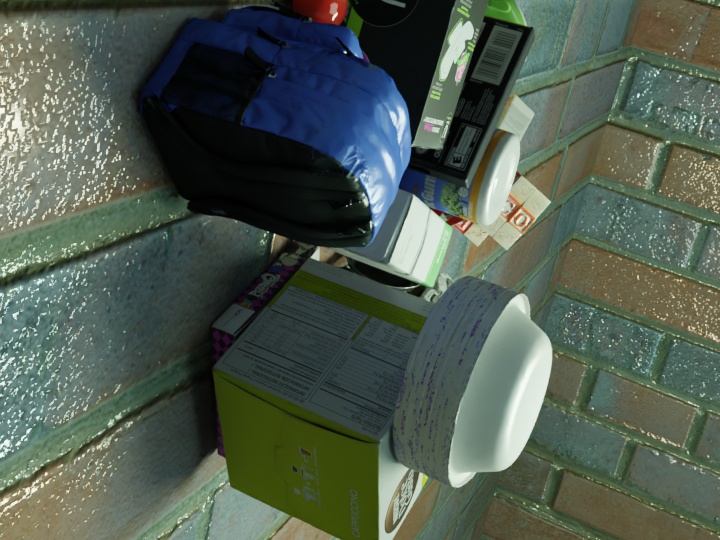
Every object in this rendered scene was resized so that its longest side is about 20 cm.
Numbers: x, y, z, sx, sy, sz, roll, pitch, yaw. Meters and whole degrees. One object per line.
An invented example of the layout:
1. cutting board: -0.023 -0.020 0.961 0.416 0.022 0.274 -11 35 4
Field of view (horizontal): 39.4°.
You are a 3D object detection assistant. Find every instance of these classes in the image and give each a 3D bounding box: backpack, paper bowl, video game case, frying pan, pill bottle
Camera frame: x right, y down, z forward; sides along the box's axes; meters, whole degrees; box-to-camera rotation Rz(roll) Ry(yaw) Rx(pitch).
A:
1. backpack: -0.054 -0.123 0.832 0.169 0.198 0.163 -62 159 -19
2. paper bowl: 0.120 0.115 0.988 0.201 0.103 0.203 -48 147 -45
3. video game case: -0.106 0.092 1.156 0.181 0.035 0.202 -50 152 -45
4. video game case: 0.078 -0.210 1.138 0.202 0.179 0.026 -65 160 -14
5. frying pan: 0.015 0.008 1.291 0.190 0.114 0.031 -40 154 -55
6. pill bottle: 0.078 -0.135 1.184 0.112 0.198 0.113 -54 155 -39

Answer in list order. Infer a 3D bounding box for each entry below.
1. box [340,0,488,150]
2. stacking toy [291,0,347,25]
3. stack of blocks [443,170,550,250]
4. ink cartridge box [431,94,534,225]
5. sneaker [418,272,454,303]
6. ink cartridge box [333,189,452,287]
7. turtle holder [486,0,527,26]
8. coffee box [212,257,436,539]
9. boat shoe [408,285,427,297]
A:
1. box: 0.035 -0.242 1.036 0.124 0.147 0.202 -11 119 -70
2. stacking toy: -0.057 -0.182 0.963 0.085 0.084 0.203 1 103 -70
3. stack of blocks: 0.177 -0.097 1.396 0.115 0.058 0.200 -49 -161 10
4. ink cartridge box: 0.138 -0.139 1.405 0.199 0.045 0.177 -22 -145 57
5. sneaker: 0.096 0.064 1.461 0.099 0.078 0.200 -36 174 22
6. ink cartridge box: 0.011 -0.053 1.164 0.085 0.145 0.200 -68 161 -1
7. turtle holder: 0.140 -0.317 1.312 0.141 0.186 0.132 -41 -174 25
8. coffee box: -0.019 0.145 1.088 0.198 0.198 0.201 -51 151 -40
9. boat shoe: 0.049 0.049 1.491 0.072 0.072 0.202 -33 139 -58
